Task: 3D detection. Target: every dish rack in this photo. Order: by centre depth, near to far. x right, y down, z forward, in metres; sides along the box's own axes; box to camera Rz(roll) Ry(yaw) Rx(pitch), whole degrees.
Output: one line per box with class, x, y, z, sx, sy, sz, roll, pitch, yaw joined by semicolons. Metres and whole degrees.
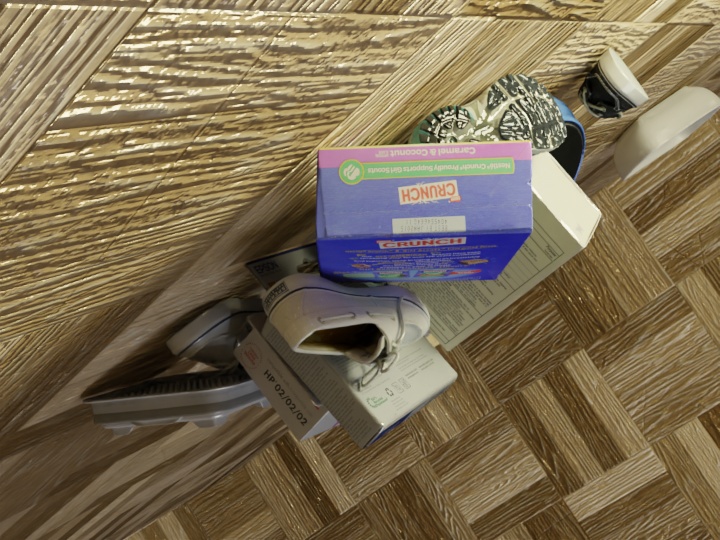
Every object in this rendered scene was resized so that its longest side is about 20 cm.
dish rack;-0.174;0.134;1.138;0.168;0.045;0.200;-7;179;17

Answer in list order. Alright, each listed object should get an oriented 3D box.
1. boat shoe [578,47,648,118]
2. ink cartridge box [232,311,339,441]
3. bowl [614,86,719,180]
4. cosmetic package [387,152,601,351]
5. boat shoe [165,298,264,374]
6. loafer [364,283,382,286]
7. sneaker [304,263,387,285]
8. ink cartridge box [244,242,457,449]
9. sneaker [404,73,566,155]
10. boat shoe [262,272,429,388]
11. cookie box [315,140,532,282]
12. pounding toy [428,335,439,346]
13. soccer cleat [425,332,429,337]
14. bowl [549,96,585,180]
boat shoe;0.289;-0.205;1.271;0.063;0.071;0.200;-38;174;14
ink cartridge box;-0.048;0.096;1.106;0.068;0.116;0.199;-47;164;22
bowl;0.580;-0.273;2.111;0.198;0.075;0.200;-34;173;-14
cosmetic package;0.135;-0.022;1.117;0.199;0.104;0.087;-40;-176;36
boat shoe;-0.130;0.072;1.135;0.073;0.066;0.199;-37;172;20
loafer;0.028;-0.037;1.164;0.062;0.072;0.200;-35;-178;15
sneaker;0.000;0.000;1.273;0.089;0.077;0.199;-50;168;33
ink cartridge box;-0.012;0.064;1.080;0.043;0.200;0.196;-48;167;24
sneaker;0.107;-0.123;1.017;0.198;0.079;0.086;-18;171;-36
boat shoe;0.005;0.060;0.970;0.075;0.087;0.200;-44;147;22
cookie box;0.047;-0.043;0.913;0.167;0.077;0.200;-1;170;-2
pounding toy;0.047;0.088;1.851;0.183;0.144;0.199;-28;180;-40
soccer cleat;0.044;0.056;1.242;0.200;0.087;0.070;-44;161;10
bowl;0.180;-0.100;1.244;0.199;0.039;0.203;-33;147;-25
